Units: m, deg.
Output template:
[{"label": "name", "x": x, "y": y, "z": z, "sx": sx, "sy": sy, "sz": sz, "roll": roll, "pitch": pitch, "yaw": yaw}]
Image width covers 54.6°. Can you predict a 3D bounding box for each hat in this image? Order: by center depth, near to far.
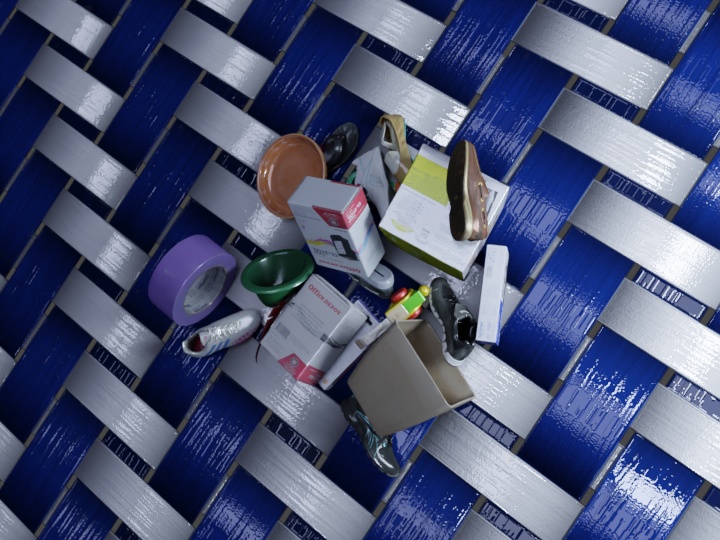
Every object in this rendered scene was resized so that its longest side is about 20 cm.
[{"label": "hat", "x": -0.189, "y": 0.072, "z": 1.642, "sx": 0.198, "sy": 0.177, "sz": 0.166, "roll": -19, "pitch": 35, "yaw": -12}]

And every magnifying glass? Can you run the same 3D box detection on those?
[{"label": "magnifying glass", "x": 0.062, "y": -0.194, "z": 1.622, "sx": 0.198, "sy": 0.022, "sz": 0.081, "roll": 4, "pitch": 81, "yaw": 18}]

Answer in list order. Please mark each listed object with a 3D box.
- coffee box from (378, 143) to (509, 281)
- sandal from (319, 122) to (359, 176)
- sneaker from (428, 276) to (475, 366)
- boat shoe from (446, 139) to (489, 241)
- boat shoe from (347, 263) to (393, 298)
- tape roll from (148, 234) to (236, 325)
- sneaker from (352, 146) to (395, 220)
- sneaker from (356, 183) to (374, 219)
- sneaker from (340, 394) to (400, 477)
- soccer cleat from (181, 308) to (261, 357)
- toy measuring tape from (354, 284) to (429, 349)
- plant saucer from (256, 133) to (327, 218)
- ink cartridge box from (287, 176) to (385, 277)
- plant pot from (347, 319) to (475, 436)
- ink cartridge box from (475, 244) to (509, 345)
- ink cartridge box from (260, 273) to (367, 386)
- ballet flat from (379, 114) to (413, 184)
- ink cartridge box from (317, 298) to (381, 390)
[{"label": "coffee box", "x": 0.176, "y": -0.114, "z": 1.471, "sx": 0.199, "sy": 0.200, "sz": 0.199, "roll": 29, "pitch": 89, "yaw": 11}, {"label": "sandal", "x": -0.079, "y": -0.270, "z": 1.658, "sx": 0.075, "sy": 0.048, "sz": 0.201, "roll": 44, "pitch": 95, "yaw": 18}, {"label": "sneaker", "x": 0.203, "y": 0.095, "z": 1.481, "sx": 0.091, "sy": 0.066, "sz": 0.202, "roll": -46, "pitch": 48, "yaw": 49}, {"label": "boat shoe", "x": 0.210, "y": -0.151, "z": 1.340, "sx": 0.067, "sy": 0.072, "sz": 0.202, "roll": 6, "pitch": 74, "yaw": -23}, {"label": "boat shoe", "x": 0.000, "y": 0.000, "z": 1.576, "sx": 0.072, "sy": 0.071, "sz": 0.200, "roll": -27, "pitch": 47, "yaw": -24}, {"label": "tape roll", "x": -0.387, "y": 0.023, "z": 1.615, "sx": 0.085, "sy": 0.200, "sz": 0.201, "roll": 35, "pitch": 91, "yaw": 19}, {"label": "sneaker", "x": 0.034, "y": -0.184, "z": 1.578, "sx": 0.080, "sy": 0.070, "sz": 0.202, "roll": -19, "pitch": 58, "yaw": 12}, {"label": "sneaker", "x": -0.006, "y": -0.124, "z": 1.550, "sx": 0.087, "sy": 0.200, "sz": 0.074, "roll": 43, "pitch": 69, "yaw": 4}, {"label": "sneaker", "x": 0.035, "y": 0.350, "z": 1.508, "sx": 0.079, "sy": 0.075, "sz": 0.201, "roll": -36, "pitch": 74, "yaw": 5}, {"label": "soccer cleat", "x": -0.327, "y": 0.150, "z": 1.636, "sx": 0.199, "sy": 0.086, "sz": 0.070, "roll": -28, "pitch": 74, "yaw": 9}, {"label": "toy measuring tape", "x": 0.071, "y": 0.098, "z": 1.533, "sx": 0.199, "sy": 0.074, "sz": 0.074, "roll": -39, "pitch": 73, "yaw": 5}, {"label": "plant saucer", "x": -0.159, "y": -0.222, "z": 1.658, "sx": 0.198, "sy": 0.037, "sz": 0.203, "roll": -2, "pitch": 86, "yaw": 31}, {"label": "ink cartridge box", "x": -0.047, "y": -0.090, "z": 1.476, "sx": 0.145, "sy": 0.201, "sz": 0.083, "roll": 14, "pitch": 55, "yaw": 31}, {"label": "plant pot", "x": 0.095, "y": 0.237, "z": 1.458, "sx": 0.177, "sy": 0.199, "sz": 0.201, "roll": -39, "pitch": 72, "yaw": 18}, {"label": "ink cartridge box", "x": 0.281, "y": 0.054, "z": 1.479, "sx": 0.044, "sy": 0.094, "sz": 0.202, "roll": 6, "pitch": 82, "yaw": 16}, {"label": "ink cartridge box", "x": -0.103, "y": 0.131, "z": 1.548, "sx": 0.145, "sy": 0.085, "sz": 0.201, "roll": 39, "pitch": 93, "yaw": 33}, {"label": "ballet flat", "x": 0.077, "y": -0.271, "z": 1.587, "sx": 0.062, "sy": 0.069, "sz": 0.202, "roll": 6, "pitch": 57, "yaw": -22}, {"label": "ink cartridge box", "x": -0.039, "y": 0.168, "z": 1.580, "sx": 0.200, "sy": 0.037, "sz": 0.095, "roll": -46, "pitch": 71, "yaw": 7}]
